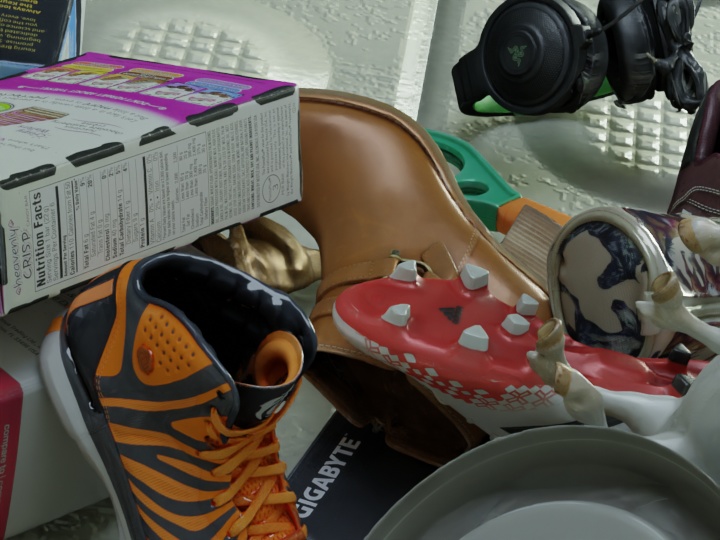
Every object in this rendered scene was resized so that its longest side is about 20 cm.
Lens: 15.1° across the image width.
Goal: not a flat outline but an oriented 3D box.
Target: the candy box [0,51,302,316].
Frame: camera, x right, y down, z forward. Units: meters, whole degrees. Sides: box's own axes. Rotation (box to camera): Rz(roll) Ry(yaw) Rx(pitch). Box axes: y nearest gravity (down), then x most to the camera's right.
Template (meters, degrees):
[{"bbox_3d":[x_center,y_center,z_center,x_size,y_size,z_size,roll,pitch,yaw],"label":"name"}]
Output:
[{"bbox_3d":[-0.139,-0.043,1.211,0.136,0.061,0.200,11,21,37],"label":"candy box"}]

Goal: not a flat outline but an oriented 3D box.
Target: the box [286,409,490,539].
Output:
[{"bbox_3d":[0.076,0.109,1.239,0.198,0.050,0.200,20,35,15],"label":"box"}]

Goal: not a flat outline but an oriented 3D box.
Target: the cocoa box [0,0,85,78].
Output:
[{"bbox_3d":[-0.246,-0.091,1.382,0.199,0.134,0.131,6,34,-3],"label":"cocoa box"}]

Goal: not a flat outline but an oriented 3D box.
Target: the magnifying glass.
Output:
[{"bbox_3d":[0.064,-0.037,1.441,0.079,0.022,0.200,-23,37,-39],"label":"magnifying glass"}]

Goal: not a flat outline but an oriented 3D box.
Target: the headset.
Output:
[{"bbox_3d":[0.130,-0.107,1.478,0.123,0.200,0.094,-8,81,-24],"label":"headset"}]

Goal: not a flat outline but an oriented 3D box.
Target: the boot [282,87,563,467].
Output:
[{"bbox_3d":[0.000,0.000,1.262,0.199,0.074,0.155,25,42,11],"label":"boot"}]

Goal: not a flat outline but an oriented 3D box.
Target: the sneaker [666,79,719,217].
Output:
[{"bbox_3d":[0.205,-0.055,1.416,0.075,0.116,0.200,17,21,10],"label":"sneaker"}]

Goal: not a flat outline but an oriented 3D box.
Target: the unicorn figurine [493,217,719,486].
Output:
[{"bbox_3d":[0.156,0.050,1.090,0.137,0.200,0.074,40,54,-16],"label":"unicorn figurine"}]

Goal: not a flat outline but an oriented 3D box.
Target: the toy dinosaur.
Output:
[{"bbox_3d":[-0.044,-0.005,1.373,0.106,0.061,0.200,30,16,30],"label":"toy dinosaur"}]

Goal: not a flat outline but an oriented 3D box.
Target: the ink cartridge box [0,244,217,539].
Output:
[{"bbox_3d":[-0.161,0.040,1.231,0.145,0.085,0.200,31,33,33],"label":"ink cartridge box"}]

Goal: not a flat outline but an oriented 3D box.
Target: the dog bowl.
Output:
[{"bbox_3d":[0.079,0.164,1.062,0.199,0.059,0.201,-13,59,22],"label":"dog bowl"}]

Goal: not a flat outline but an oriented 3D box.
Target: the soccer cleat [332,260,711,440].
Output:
[{"bbox_3d":[0.079,0.059,1.181,0.199,0.085,0.069,15,31,-7],"label":"soccer cleat"}]

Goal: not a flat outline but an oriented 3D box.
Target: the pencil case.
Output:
[{"bbox_3d":[0.176,0.009,1.275,0.199,0.078,0.089,-1,6,-41],"label":"pencil case"}]

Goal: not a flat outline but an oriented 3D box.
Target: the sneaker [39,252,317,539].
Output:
[{"bbox_3d":[-0.051,0.084,1.113,0.077,0.112,0.200,-32,89,-43],"label":"sneaker"}]
